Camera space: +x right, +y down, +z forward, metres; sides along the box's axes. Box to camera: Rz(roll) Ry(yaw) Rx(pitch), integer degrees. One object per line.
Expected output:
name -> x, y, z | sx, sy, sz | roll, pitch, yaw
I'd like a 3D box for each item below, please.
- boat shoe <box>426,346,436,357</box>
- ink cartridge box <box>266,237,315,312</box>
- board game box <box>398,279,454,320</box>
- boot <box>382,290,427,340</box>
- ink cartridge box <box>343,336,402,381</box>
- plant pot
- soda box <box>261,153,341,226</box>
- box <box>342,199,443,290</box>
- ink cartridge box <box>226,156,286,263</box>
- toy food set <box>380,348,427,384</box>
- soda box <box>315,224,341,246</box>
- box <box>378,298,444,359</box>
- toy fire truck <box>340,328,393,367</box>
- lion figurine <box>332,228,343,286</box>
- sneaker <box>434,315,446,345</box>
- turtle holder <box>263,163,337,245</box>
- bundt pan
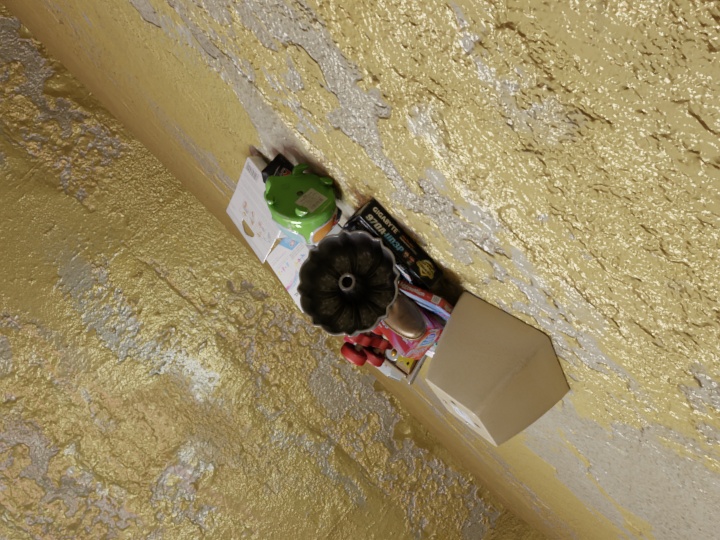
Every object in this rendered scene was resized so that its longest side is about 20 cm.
boat shoe -> 0.170, 0.163, 1.465 | 0.197, 0.073, 0.067 | 20, 124, 25
ink cartridge box -> -0.120, 0.002, 1.526 | 0.201, 0.128, 0.125 | 53, -153, 12
board game box -> 0.153, 0.073, 1.184 | 0.102, 0.020, 0.200 | 26, 175, 31
boot -> 0.059, 0.055, 1.185 | 0.201, 0.073, 0.076 | 51, 172, 25
ink cartridge box -> 0.068, 0.201, 1.713 | 0.199, 0.147, 0.083 | 34, 180, 38
plant pot -> 0.238, 0.196, 1.102 | 0.199, 0.177, 0.201 | 31, 163, 46
soda box -> -0.135, -0.169, 1.353 | 0.199, 0.063, 0.071 | 43, 168, 3
box -> 0.060, -0.042, 1.184 | 0.200, 0.046, 0.159 | 45, 168, -7
ink cartridge box -> -0.245, -0.152, 1.478 | 0.201, 0.044, 0.178 | 51, 128, 24
toy food set -> 0.104, 0.195, 1.584 | 0.060, 0.145, 0.199 | 28, -178, -43
soda box -> -0.028, -0.029, 1.464 | 0.200, 0.068, 0.064 | 46, 168, -11
box -> 0.082, 0.089, 1.306 | 0.201, 0.096, 0.099 | 50, -167, 29
toy fire truck -> -0.003, 0.136, 1.423 | 0.167, 0.113, 0.199 | 39, -168, 32
lion figurine -> -0.035, -0.018, 1.253 | 0.071, 0.125, 0.200 | 7, -167, -1
sneaker -> 0.167, 0.144, 1.344 | 0.199, 0.092, 0.077 | 35, 179, 34
turtle holder -> -0.136, -0.128, 1.243 | 0.181, 0.143, 0.133 | 5, 142, 13
bundt pan -> -0.016, 0.031, 1.121 | 0.201, 0.203, 0.076 | 38, 176, 22
